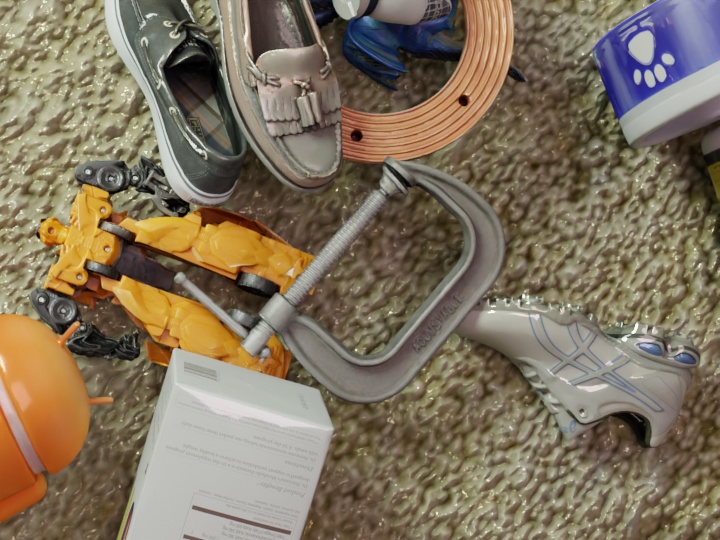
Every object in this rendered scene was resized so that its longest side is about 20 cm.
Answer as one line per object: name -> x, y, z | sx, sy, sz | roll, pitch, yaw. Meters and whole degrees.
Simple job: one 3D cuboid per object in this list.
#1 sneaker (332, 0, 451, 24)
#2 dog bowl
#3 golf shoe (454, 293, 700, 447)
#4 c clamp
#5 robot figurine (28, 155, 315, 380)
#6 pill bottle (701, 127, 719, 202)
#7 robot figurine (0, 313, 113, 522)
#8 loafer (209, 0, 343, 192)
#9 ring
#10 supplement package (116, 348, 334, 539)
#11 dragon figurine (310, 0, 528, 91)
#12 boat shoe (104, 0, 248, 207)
sneaker -> 0.020, -0.270, 1.123 | 0.080, 0.076, 0.202 | 0, 85, -18
dog bowl -> 0.272, -0.165, 1.165 | 0.198, 0.200, 0.079 | -22, 85, -14
golf shoe -> 0.150, 0.074, 1.177 | 0.198, 0.078, 0.098 | 15, 87, -8
c clamp -> 0.000, 0.000, 1.112 | 0.200, 0.027, 0.171 | -43, 104, -5
robot figurine -> -0.134, 0.006, 1.132 | 0.198, 0.058, 0.146 | 21, 79, -9
pill bottle -> 0.337, -0.023, 1.200 | 0.110, 0.111, 0.202 | -18, 88, -13
robot figurine -> -0.265, 0.103, 1.062 | 0.198, 0.117, 0.145 | -24, 90, -9
loafer -> -0.057, -0.154, 1.085 | 0.071, 0.063, 0.202 | -15, 81, -28
ring -> 0.011, -0.174, 1.144 | 0.198, 0.019, 0.203 | 1, 80, -7
supplement package -> -0.102, 0.171, 1.066 | 0.108, 0.114, 0.202 | 17, 96, -9
dragon figurine -> 0.022, -0.172, 1.185 | 0.200, 0.059, 0.100 | 40, 79, 0
boat shoe -> -0.123, -0.142, 1.127 | 0.068, 0.057, 0.202 | -8, 66, -34
